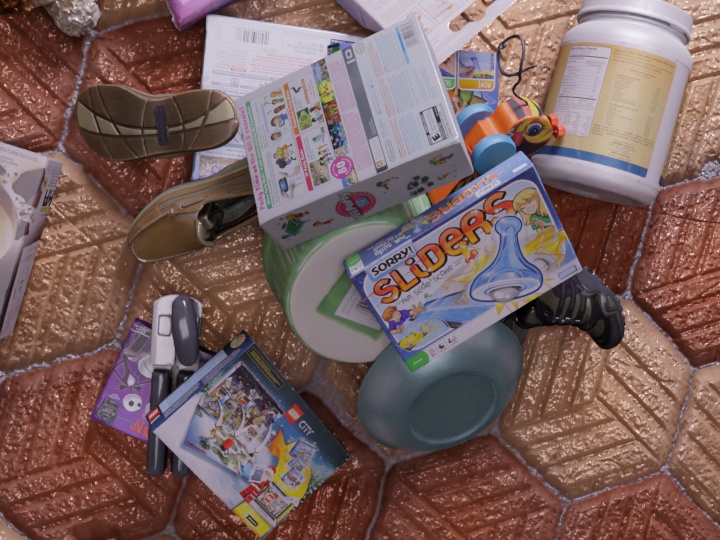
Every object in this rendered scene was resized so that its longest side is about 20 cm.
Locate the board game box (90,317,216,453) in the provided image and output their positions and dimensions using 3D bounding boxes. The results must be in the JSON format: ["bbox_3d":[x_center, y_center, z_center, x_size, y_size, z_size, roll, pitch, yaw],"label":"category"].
[{"bbox_3d":[-0.187,0.149,0.990,0.198,0.032,0.121,24,95,-9],"label":"board game box"}]

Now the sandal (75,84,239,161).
[{"bbox_3d":[-0.213,-0.157,0.935,0.197,0.054,0.082,1,97,17],"label":"sandal"}]

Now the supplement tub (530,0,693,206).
[{"bbox_3d":[0.277,-0.184,0.964,0.143,0.145,0.203,15,92,-8],"label":"supplement tub"}]

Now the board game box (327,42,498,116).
[{"bbox_3d":[0.059,-0.173,0.959,0.198,0.034,0.137,-2,98,-25],"label":"board game box"}]

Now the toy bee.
[{"bbox_3d":[0.156,-0.130,0.905,0.107,0.200,0.133,4,65,-28],"label":"toy bee"}]

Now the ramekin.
[{"bbox_3d":[0.000,0.000,0.923,0.197,0.098,0.202,-8,125,-11],"label":"ramekin"}]

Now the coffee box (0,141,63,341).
[{"bbox_3d":[-0.401,-0.037,0.921,0.112,0.080,0.203,16,92,-9],"label":"coffee box"}]

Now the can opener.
[{"bbox_3d":[-0.201,0.125,0.938,0.053,0.067,0.203,4,94,-8],"label":"can opener"}]

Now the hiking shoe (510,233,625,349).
[{"bbox_3d":[0.209,0.031,0.960,0.101,0.076,0.200,-46,113,-5],"label":"hiking shoe"}]

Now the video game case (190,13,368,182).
[{"bbox_3d":[-0.079,-0.173,0.969,0.197,0.045,0.184,6,93,-8],"label":"video game case"}]

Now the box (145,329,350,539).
[{"bbox_3d":[-0.116,0.181,0.951,0.136,0.038,0.201,-41,121,-10],"label":"box"}]

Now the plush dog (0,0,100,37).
[{"bbox_3d":[-0.355,-0.331,0.857,0.158,0.172,0.203,-11,96,-6],"label":"plush dog"}]

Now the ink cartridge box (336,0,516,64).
[{"bbox_3d":[0.073,-0.306,0.930,0.160,0.050,0.200,-39,67,-3],"label":"ink cartridge box"}]

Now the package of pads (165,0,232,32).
[{"bbox_3d":[-0.141,-0.357,0.930,0.199,0.076,0.121,-32,102,-2],"label":"package of pads"}]

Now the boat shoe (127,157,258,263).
[{"bbox_3d":[-0.167,-0.054,0.922,0.199,0.077,0.072,-28,125,19],"label":"boat shoe"}]

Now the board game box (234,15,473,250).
[{"bbox_3d":[-0.010,-0.128,0.832,0.198,0.064,0.149,-21,63,12],"label":"board game box"}]

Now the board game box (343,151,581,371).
[{"bbox_3d":[0.101,-0.005,0.854,0.199,0.035,0.136,-32,121,5],"label":"board game box"}]

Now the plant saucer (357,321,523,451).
[{"bbox_3d":[0.096,0.139,0.967,0.198,0.039,0.203,-10,127,-14],"label":"plant saucer"}]

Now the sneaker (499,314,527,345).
[{"bbox_3d":[0.136,-0.008,0.981,0.113,0.076,0.202,0,99,-33],"label":"sneaker"}]
